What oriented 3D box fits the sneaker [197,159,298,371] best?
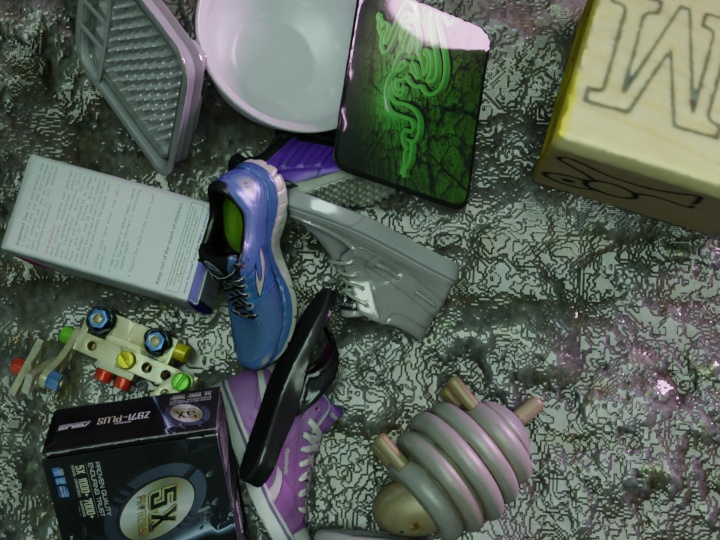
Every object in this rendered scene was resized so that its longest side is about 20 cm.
[{"bbox_3d":[-0.116,0.000,1.390,0.078,0.089,0.200,5,106,38],"label":"sneaker"}]

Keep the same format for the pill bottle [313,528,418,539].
[{"bbox_3d":[-0.001,0.351,1.402,0.109,0.109,0.200,7,83,3],"label":"pill bottle"}]

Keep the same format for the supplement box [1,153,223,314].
[{"bbox_3d":[-0.236,-0.034,1.459,0.200,0.101,0.103,15,84,3],"label":"supplement box"}]

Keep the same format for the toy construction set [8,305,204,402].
[{"bbox_3d":[-0.240,0.110,1.453,0.200,0.092,0.131,23,84,-7],"label":"toy construction set"}]

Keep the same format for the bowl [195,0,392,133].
[{"bbox_3d":[-0.076,-0.221,1.467,0.201,0.090,0.201,4,77,-20],"label":"bowl"}]

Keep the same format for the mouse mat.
[{"bbox_3d":[0.053,-0.173,1.462,0.161,0.008,0.200,16,72,-28],"label":"mouse mat"}]

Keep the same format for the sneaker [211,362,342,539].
[{"bbox_3d":[-0.060,0.185,1.444,0.114,0.073,0.201,-21,83,-4],"label":"sneaker"}]

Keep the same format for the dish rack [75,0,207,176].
[{"bbox_3d":[-0.211,-0.210,1.442,0.044,0.172,0.200,-21,61,-30],"label":"dish rack"}]

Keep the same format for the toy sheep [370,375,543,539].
[{"bbox_3d":[0.095,0.182,1.412,0.200,0.138,0.138,-38,83,-9],"label":"toy sheep"}]

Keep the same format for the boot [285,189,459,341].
[{"bbox_3d":[0.000,0.000,1.434,0.200,0.074,0.096,26,88,-23],"label":"boot"}]

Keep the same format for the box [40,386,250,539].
[{"bbox_3d":[-0.195,0.226,1.391,0.164,0.086,0.200,-8,113,0],"label":"box"}]

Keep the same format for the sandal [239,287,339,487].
[{"bbox_3d":[-0.059,0.114,1.407,0.048,0.075,0.201,25,77,-17],"label":"sandal"}]

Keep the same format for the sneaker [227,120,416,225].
[{"bbox_3d":[-0.042,-0.112,1.480,0.200,0.070,0.100,-16,66,-7],"label":"sneaker"}]

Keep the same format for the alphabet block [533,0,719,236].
[{"bbox_3d":[0.293,-0.162,1.414,0.200,0.195,0.197,17,82,3],"label":"alphabet block"}]
